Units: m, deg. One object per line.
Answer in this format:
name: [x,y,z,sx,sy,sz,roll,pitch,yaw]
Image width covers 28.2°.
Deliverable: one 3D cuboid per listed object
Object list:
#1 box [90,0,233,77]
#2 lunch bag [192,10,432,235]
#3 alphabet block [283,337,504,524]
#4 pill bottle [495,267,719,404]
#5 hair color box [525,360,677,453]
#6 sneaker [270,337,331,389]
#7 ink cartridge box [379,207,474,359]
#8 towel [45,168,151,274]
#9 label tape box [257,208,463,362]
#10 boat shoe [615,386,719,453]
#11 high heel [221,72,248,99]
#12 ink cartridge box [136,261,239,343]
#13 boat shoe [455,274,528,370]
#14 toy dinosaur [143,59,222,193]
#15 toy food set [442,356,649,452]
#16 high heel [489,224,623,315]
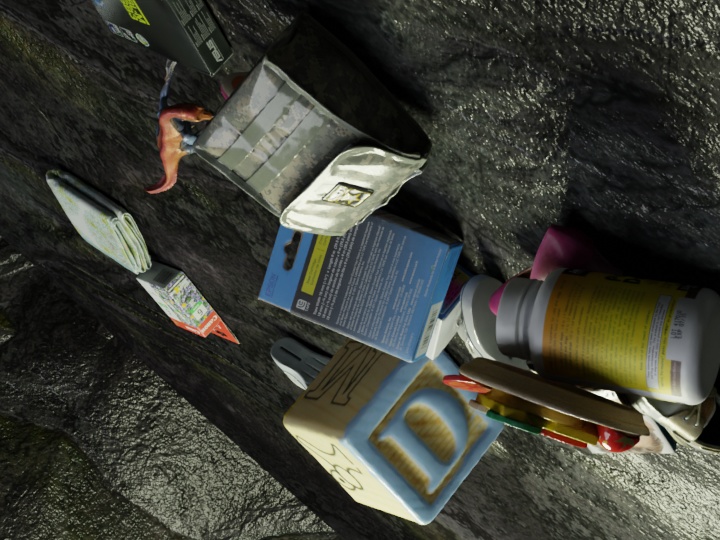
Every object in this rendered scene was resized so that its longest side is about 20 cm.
box: [-0.257,-0.327,1.635,0.193,0.048,0.200,29,159,39]
lunch bag: [-0.044,-0.132,1.472,0.200,0.118,0.164,39,134,-10]
alphabet block: [0.045,0.214,2.016,0.195,0.196,0.200,50,160,-21]
pill bottle: [0.233,0.058,1.348,0.199,0.110,0.109,9,148,26]
hair color box: [0.260,0.122,1.509,0.100,0.061,0.200,-4,145,32]
sneaker: [-0.065,0.176,2.366,0.200,0.073,0.071,37,173,41]
ink cartridge box: [0.037,0.002,1.742,0.200,0.076,0.137,36,159,13]
towel: [-0.470,-0.090,2.592,0.200,0.048,0.171,31,156,29]
label tape box: [0.000,0.000,1.643,0.199,0.145,0.063,22,-167,16]
boat shoe: [0.327,0.130,1.446,0.068,0.075,0.200,15,167,45]
high heel: [-0.071,-0.151,1.612,0.199,0.067,0.096,25,151,11]
ink cartridge box: [-0.318,0.074,2.647,0.109,0.050,0.200,17,149,51]
boat shoe: [0.146,0.065,1.688,0.066,0.072,0.200,22,162,34]
toy dinosaur: [-0.218,-0.165,1.779,0.105,0.201,0.181,23,-169,6]
toy food set: [0.181,0.131,1.382,0.197,0.049,0.200,19,-179,-12]
high heel: [0.173,0.001,1.469,0.096,0.067,0.200,37,159,-19]
